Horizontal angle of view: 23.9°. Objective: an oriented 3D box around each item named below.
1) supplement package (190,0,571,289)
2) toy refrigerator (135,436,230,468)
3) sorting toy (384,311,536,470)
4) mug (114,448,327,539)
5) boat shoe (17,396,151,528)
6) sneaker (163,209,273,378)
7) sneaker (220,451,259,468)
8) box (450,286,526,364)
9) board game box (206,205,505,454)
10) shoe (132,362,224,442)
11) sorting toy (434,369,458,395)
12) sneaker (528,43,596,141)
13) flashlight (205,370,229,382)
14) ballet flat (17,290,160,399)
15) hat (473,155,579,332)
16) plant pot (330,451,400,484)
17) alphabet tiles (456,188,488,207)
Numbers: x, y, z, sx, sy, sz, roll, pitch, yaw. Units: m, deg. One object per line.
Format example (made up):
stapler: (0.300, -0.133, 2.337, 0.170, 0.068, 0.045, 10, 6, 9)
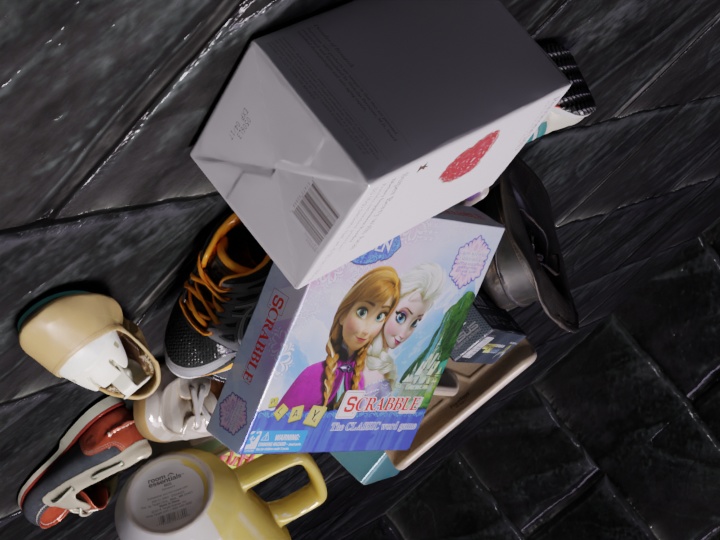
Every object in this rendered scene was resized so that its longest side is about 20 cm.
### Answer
supplement package: (0.015, -0.098, 1.102, 0.200, 0.120, 0.121, -29, 164, -39)
toy refrigerator: (-0.135, 0.139, 1.649, 0.076, 0.070, 0.200, -47, 166, 33)
sorting toy: (0.066, 0.081, 1.745, 0.185, 0.200, 0.036, -40, 144, 8)
mug: (-0.141, 0.224, 1.545, 0.187, 0.149, 0.153, -56, 150, -24)
boat shoe: (-0.246, 0.185, 1.515, 0.071, 0.063, 0.200, -29, 166, -46)
sneaker: (-0.097, 0.004, 1.279, 0.077, 0.078, 0.200, -8, 140, -57)
sneaker: (-0.138, 0.179, 1.738, 0.200, 0.090, 0.078, -21, 161, -50)
box: (0.076, 0.013, 1.596, 0.051, 0.158, 0.200, -40, 169, 8)
board game box: (0.000, 0.041, 1.263, 0.200, 0.041, 0.200, 4, 113, -50)
shoe: (-0.136, 0.112, 1.508, 0.053, 0.070, 0.200, -7, 178, 23)
sorting toy: (-0.013, 0.083, 1.584, 0.200, 0.185, 0.037, 1, 102, -74)
sneaker: (0.124, -0.138, 1.441, 0.093, 0.070, 0.200, -25, 179, 33)
flashlight: (-0.085, 0.072, 1.391, 0.068, 0.068, 0.200, -49, -158, -19)
ballet flat: (-0.186, 0.059, 1.228, 0.069, 0.063, 0.200, -40, 168, 3)
hat: (0.138, -0.023, 1.615, 0.081, 0.201, 0.201, -22, 173, 18)
plant pot: (0.039, 0.118, 1.929, 0.200, 0.141, 0.141, -48, 166, 10)
alphabet tiles: (0.023, -0.059, 1.269, 0.200, 0.015, 0.196, -30, 132, -32)
